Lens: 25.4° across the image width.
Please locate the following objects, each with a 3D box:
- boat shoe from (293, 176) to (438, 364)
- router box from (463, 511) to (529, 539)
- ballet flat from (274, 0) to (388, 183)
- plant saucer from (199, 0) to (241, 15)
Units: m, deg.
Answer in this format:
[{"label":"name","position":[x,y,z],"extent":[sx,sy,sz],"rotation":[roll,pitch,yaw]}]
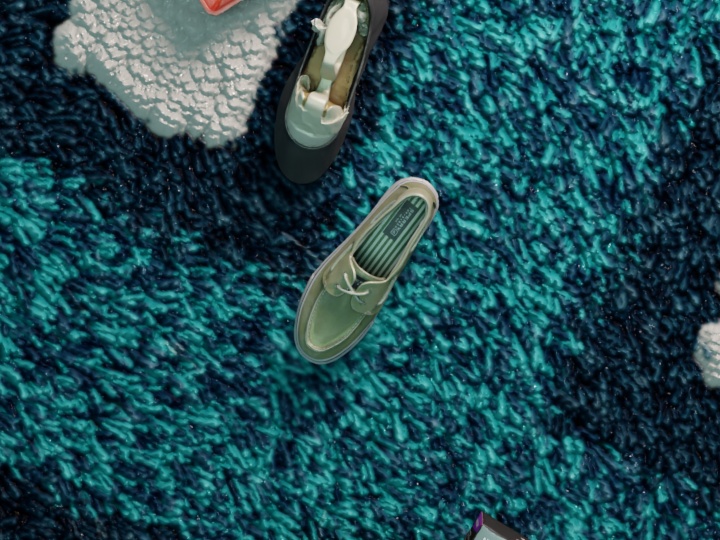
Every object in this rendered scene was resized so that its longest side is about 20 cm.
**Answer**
[{"label":"boat shoe","position":[0.000,0.000,1.453],"extent":[0.072,0.062,0.200],"rotation":[32,100,1]},{"label":"router box","position":[0.160,0.342,1.489],"extent":[0.200,0.051,0.149],"rotation":[31,98,1]},{"label":"ballet flat","position":[-0.032,-0.172,1.431],"extent":[0.073,0.073,0.201],"rotation":[22,99,2]},{"label":"plant saucer","position":[-0.099,-0.362,1.429],"extent":[0.200,0.037,0.200],"rotation":[-30,94,9]}]
